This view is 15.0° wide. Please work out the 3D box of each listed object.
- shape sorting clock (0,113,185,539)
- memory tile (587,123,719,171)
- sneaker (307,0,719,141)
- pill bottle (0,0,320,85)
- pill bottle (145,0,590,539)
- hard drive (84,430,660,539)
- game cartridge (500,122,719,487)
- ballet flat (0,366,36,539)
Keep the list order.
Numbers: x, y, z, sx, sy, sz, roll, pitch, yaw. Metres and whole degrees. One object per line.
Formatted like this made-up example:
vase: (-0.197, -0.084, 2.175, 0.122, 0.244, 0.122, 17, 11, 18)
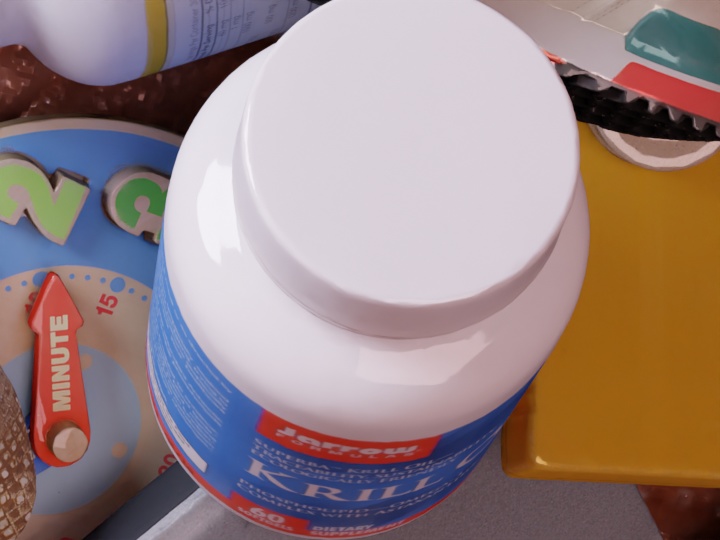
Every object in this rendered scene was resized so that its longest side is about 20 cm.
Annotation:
shape sorting clock: (-0.096, 0.049, 0.858, 0.199, 0.039, 0.201, -6, 109, -19)
memory tile: (0.134, -0.134, 0.825, 0.153, 0.017, 0.201, -6, 101, -9)
sneaker: (0.035, -0.106, 0.731, 0.199, 0.070, 0.094, 23, 83, -28)
pill bottle: (-0.050, -0.118, 0.783, 0.199, 0.112, 0.112, -19, 112, -15)
pill bottle: (0.000, 0.000, 0.738, 0.112, 0.200, 0.113, 2, 72, -5)
hard drive: (-0.005, 0.099, 0.879, 0.200, 0.033, 0.140, -39, 123, -16)
game cartridge: (0.125, -0.030, 0.876, 0.176, 0.032, 0.201, 5, 79, -22)
ballet flat: (-0.161, 0.002, 0.772, 0.070, 0.065, 0.200, -35, 96, -1)
